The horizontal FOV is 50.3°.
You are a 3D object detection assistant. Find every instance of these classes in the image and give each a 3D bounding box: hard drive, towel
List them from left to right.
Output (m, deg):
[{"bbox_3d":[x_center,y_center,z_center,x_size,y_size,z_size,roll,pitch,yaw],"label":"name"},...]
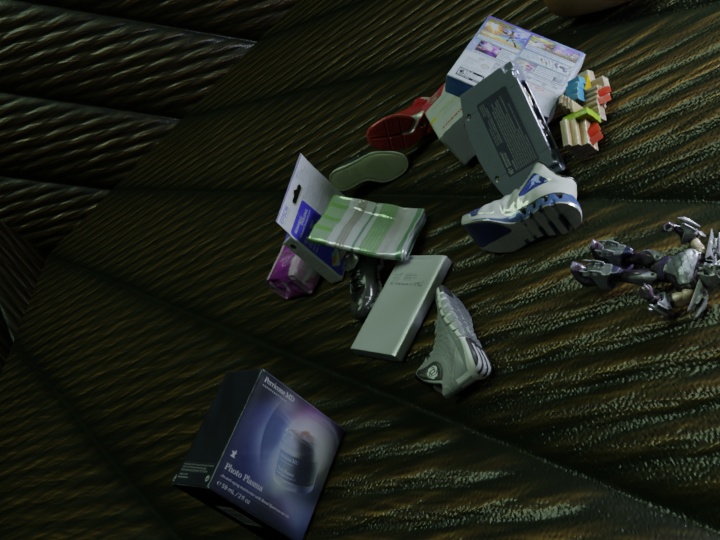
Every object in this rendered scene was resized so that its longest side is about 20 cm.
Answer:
[{"bbox_3d":[0.014,-0.086,1.462,0.196,0.031,0.150,12,42,17],"label":"towel"},{"bbox_3d":[0.071,0.063,1.354,0.131,0.027,0.202,0,56,54],"label":"hard drive"}]

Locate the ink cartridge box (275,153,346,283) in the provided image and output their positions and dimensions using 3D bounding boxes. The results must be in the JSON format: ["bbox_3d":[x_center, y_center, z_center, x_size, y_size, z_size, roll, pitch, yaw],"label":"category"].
[{"bbox_3d":[-0.093,-0.108,1.599,0.043,0.200,0.201,-21,39,38],"label":"ink cartridge box"}]

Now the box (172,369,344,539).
[{"bbox_3d":[-0.156,0.294,1.223,0.122,0.200,0.201,-13,45,47],"label":"box"}]

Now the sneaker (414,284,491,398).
[{"bbox_3d":[0.120,0.115,1.181,0.115,0.075,0.201,-42,31,18],"label":"sneaker"}]

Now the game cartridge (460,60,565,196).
[{"bbox_3d":[0.250,-0.232,1.302,0.132,0.203,0.041,-28,-7,37],"label":"game cartridge"}]

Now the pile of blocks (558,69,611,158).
[{"bbox_3d":[0.377,-0.277,1.267,0.062,0.082,0.203,-20,40,41],"label":"pile of blocks"}]

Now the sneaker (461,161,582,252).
[{"bbox_3d":[0.269,-0.106,1.235,0.197,0.081,0.116,-13,41,37],"label":"sneaker"}]

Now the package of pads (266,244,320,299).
[{"bbox_3d":[-0.121,-0.042,1.692,0.119,0.075,0.202,-14,45,50],"label":"package of pads"}]

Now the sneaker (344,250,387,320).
[{"bbox_3d":[0.000,0.000,1.459,0.066,0.090,0.203,-23,39,39],"label":"sneaker"}]

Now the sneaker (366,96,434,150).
[{"bbox_3d":[0.104,-0.324,1.684,0.196,0.080,0.116,-14,22,-1],"label":"sneaker"}]

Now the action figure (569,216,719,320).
[{"bbox_3d":[0.373,-0.002,0.972,0.198,0.069,0.131,3,53,52],"label":"action figure"}]

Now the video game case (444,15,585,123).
[{"bbox_3d":[0.279,-0.357,1.385,0.197,0.046,0.182,27,62,15],"label":"video game case"}]

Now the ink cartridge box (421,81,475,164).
[{"bbox_3d":[0.213,-0.318,1.520,0.145,0.083,0.201,-43,25,17],"label":"ink cartridge box"}]

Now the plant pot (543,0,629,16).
[{"bbox_3d":[0.438,-0.566,1.447,0.188,0.185,0.199,-61,17,-21],"label":"plant pot"}]

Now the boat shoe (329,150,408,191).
[{"bbox_3d":[0.025,-0.231,1.711,0.197,0.075,0.066,-18,23,32],"label":"boat shoe"}]
